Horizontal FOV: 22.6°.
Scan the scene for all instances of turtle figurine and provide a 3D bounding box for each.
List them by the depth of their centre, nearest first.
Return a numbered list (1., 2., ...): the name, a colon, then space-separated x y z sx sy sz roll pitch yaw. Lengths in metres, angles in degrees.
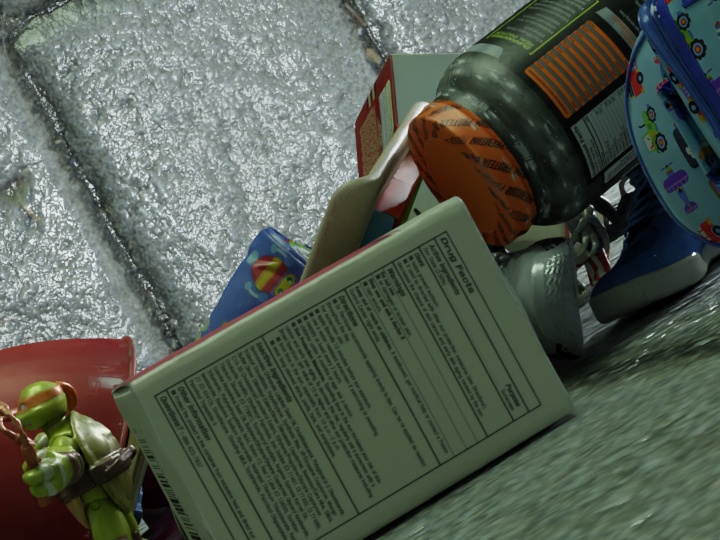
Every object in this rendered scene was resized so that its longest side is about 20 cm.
1. turtle figurine: -0.151 0.123 1.020 0.064 0.162 0.200 -29 2 -10

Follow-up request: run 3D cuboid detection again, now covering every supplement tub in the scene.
1. supplement tub: 0.133 -0.111 1.115 0.200 0.123 0.122 -38 5 -17

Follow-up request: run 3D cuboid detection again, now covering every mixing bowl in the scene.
1. mixing bowl: -0.229 0.128 1.200 0.108 0.201 0.200 15 -13 -16

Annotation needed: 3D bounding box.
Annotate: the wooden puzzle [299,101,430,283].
1. wooden puzzle: 0.000 0.000 1.155 0.200 0.037 0.186 -49 -18 -65

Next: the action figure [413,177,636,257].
1. action figure: 0.136 -0.026 1.263 0.199 0.102 0.119 -13 -28 -18

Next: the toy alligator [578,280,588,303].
1. toy alligator: 0.072 0.033 1.337 0.199 0.059 0.054 -2 -36 -22

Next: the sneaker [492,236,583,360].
1. sneaker: 0.077 0.024 1.132 0.114 0.075 0.200 -7 -2 2

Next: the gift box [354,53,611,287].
1. gift box: 0.107 -0.071 1.438 0.186 0.185 0.200 -2 -10 -13

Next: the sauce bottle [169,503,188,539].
1. sauce bottle: -0.017 0.102 1.060 0.199 0.065 0.065 -28 2 0

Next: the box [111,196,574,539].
1. box: -0.013 0.068 0.950 0.200 0.128 0.109 -29 1 -15

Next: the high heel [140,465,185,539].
1. high heel: -0.107 0.140 1.188 0.096 0.067 0.200 -39 7 1

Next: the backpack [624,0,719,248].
1. backpack: 0.223 -0.095 0.969 0.134 0.183 0.200 -22 -7 -46

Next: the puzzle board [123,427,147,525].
1. puzzle board: -0.163 0.146 1.183 0.017 0.151 0.200 15 -5 -15

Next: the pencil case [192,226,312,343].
1. pencil case: -0.086 0.062 1.326 0.200 0.078 0.087 -56 -8 8

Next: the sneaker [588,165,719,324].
1. sneaker: 0.193 -0.047 1.182 0.200 0.112 0.077 -31 3 -42
